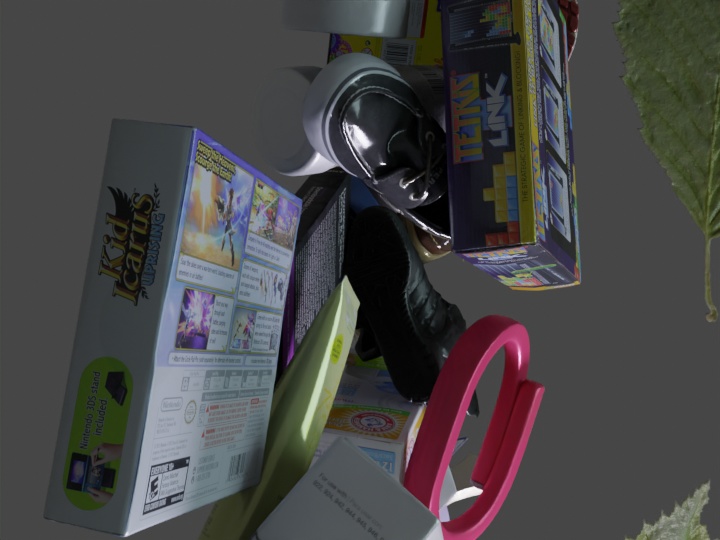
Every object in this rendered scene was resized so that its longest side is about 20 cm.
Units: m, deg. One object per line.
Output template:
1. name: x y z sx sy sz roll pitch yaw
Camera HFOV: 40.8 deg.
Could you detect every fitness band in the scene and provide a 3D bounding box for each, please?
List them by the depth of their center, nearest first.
1. fitness band: 0.097 0.137 0.820 0.143 0.037 0.202 17 92 -53

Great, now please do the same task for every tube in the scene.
1. tube: -0.045 0.102 0.644 0.058 0.052 0.202 3 -115 59

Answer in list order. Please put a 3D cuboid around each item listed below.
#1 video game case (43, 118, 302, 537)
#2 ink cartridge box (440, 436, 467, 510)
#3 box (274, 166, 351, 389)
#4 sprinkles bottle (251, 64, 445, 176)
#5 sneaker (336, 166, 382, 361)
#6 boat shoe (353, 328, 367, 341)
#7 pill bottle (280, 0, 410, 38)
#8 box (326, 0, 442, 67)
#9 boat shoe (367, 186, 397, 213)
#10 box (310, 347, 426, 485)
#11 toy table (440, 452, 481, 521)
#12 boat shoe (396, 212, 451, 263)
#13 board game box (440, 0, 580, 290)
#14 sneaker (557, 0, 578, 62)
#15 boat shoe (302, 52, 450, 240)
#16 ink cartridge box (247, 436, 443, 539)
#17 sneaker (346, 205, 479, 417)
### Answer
1. video game case: -0.088 0.032 0.521 0.200 0.045 0.184 29 70 -78
2. ink cartridge box: 0.031 0.245 0.945 0.200 0.037 0.095 -44 -178 -24
3. box: -0.047 0.020 0.741 0.200 0.036 0.145 -58 154 -61
4. sprinkles bottle: 0.017 -0.110 0.678 0.199 0.068 0.069 -14 114 -47
5. sneaker: 0.000 0.000 0.876 0.201 0.077 0.070 64 -8 -33
6. boat shoe: 0.029 -0.025 0.980 0.069 0.073 0.202 60 39 -80
7. pill bottle: -0.003 -0.249 0.593 0.111 0.110 0.203 -44 140 -71
8. box: 0.054 -0.215 0.868 0.193 0.121 0.203 -12 110 -78
9. boat shoe: 0.051 -0.063 0.931 0.199 0.057 0.068 24 59 -43
10. box: 0.003 0.155 0.876 0.200 0.111 0.103 -45 140 -69
11. toy table: 0.064 0.246 1.133 0.117 0.183 0.201 -48 157 -39
12. boat shoe: 0.111 -0.063 0.902 0.200 0.067 0.073 -32 101 -50
13. board game box: 0.103 -0.098 0.644 0.165 0.056 0.203 23 64 -65
14. sneaker: 0.127 -0.152 0.813 0.082 0.077 0.202 -7 115 -82
15. boat shoe: 0.033 -0.066 0.612 0.070 0.066 0.200 -51 150 -3
16. ink cartridge box: -0.038 0.221 0.589 0.200 0.084 0.146 -47 155 -17
17. sneaker: 0.050 0.041 0.836 0.104 0.059 0.202 -13 86 -66
